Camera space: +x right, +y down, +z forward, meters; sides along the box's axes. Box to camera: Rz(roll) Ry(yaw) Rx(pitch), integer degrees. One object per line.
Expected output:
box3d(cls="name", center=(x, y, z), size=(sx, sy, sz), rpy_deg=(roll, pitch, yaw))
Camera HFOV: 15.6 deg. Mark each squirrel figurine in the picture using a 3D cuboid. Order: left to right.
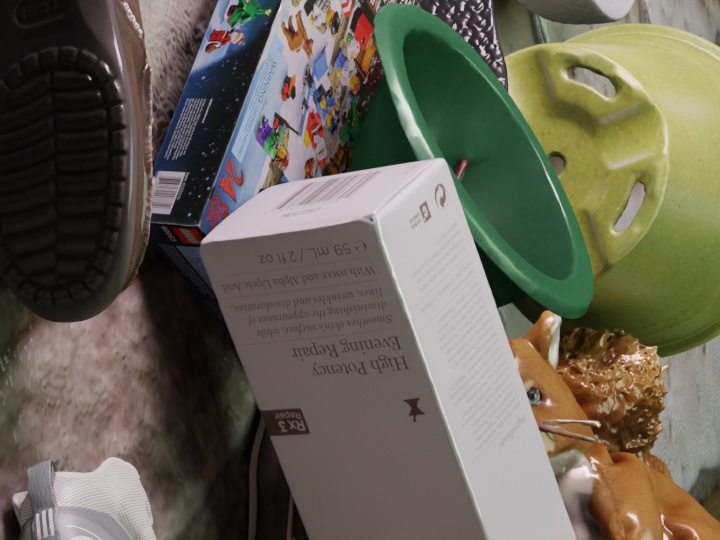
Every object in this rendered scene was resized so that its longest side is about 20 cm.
box3d(cls="squirrel figurine", center=(0.108, 0.109, 1.410), size=(0.187, 0.141, 0.200), rpy_deg=(51, 20, -15))

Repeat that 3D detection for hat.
box3d(cls="hat", center=(0.000, 0.000, 1.263), size=(0.165, 0.176, 0.201), rpy_deg=(26, 36, -53))

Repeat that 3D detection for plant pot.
box3d(cls="plant pot", center=(0.132, -0.052, 1.482), size=(0.184, 0.199, 0.202), rpy_deg=(11, 75, -70))

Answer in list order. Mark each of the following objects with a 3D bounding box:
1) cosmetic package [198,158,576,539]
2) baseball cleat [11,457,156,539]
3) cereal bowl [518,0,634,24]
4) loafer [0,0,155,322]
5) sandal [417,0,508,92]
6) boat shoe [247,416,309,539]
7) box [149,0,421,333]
box3d(cls="cosmetic package", center=(0.014, 0.057, 1.176), size=(0.074, 0.101, 0.201), rpy_deg=(-40, 116, -50))
box3d(cls="baseball cleat", center=(-0.087, 0.143, 1.078), size=(0.200, 0.069, 0.107), rpy_deg=(67, 12, -54))
box3d(cls="cereal bowl", center=(0.114, -0.250, 1.649), size=(0.200, 0.083, 0.201), rpy_deg=(-6, 90, -68))
box3d(cls="loafer", center=(-0.110, -0.078, 1.062), size=(0.071, 0.073, 0.201), rpy_deg=(16, 70, -65))
box3d(cls="sandal", center=(0.043, -0.108, 1.370), size=(0.048, 0.075, 0.202), rpy_deg=(78, 16, -64))
box3d(cls="boat shoe", center=(-0.024, 0.134, 1.247), size=(0.067, 0.057, 0.201), rpy_deg=(61, 32, -45))
box3d(cls="box", center=(-0.031, -0.071, 1.252), size=(0.137, 0.037, 0.201), rpy_deg=(52, 50, -50))
